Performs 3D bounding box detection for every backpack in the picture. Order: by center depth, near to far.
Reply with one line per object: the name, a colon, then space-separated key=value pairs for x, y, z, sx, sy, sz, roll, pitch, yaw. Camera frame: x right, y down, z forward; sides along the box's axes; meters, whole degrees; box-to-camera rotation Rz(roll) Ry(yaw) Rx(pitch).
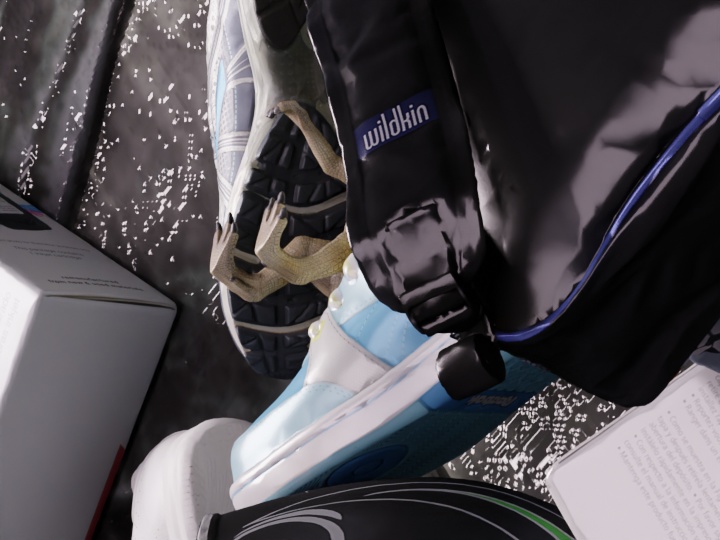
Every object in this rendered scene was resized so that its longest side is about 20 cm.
backpack: x=0.081 y=-0.075 z=0.839 sx=0.200 sy=0.154 sz=0.191 roll=-48 pitch=48 yaw=14

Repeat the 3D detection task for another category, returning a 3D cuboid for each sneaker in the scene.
sneaker: x=0.014 y=-0.006 z=0.989 sx=0.200 sy=0.079 sz=0.131 roll=-37 pitch=69 yaw=16
sneaker: x=-0.025 y=-0.059 z=1.102 sx=0.086 sy=0.077 sz=0.201 roll=-163 pitch=76 yaw=-69
sneaker: x=-0.064 y=0.165 z=1.109 sx=0.088 sy=0.075 sz=0.201 roll=-21 pitch=65 yaw=52

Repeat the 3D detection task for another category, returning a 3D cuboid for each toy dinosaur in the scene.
toy dinosaur: x=0.000 y=0.000 z=1.042 sx=0.058 sy=0.101 sz=0.201 roll=28 pitch=98 yaw=66

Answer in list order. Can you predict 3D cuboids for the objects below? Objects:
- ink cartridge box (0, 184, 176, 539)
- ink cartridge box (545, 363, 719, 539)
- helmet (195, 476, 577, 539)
ink cartridge box: x=-0.191 y=0.036 z=1.219 sx=0.200 sy=0.083 sz=0.147 roll=31 pitch=106 yaw=39
ink cartridge box: x=0.176 y=0.099 z=0.842 sx=0.176 sy=0.045 sz=0.201 roll=-37 pitch=71 yaw=22
helmet: x=0.029 y=0.168 z=0.933 sx=0.189 sy=0.200 sz=0.201 roll=8 pitch=90 yaw=-1
